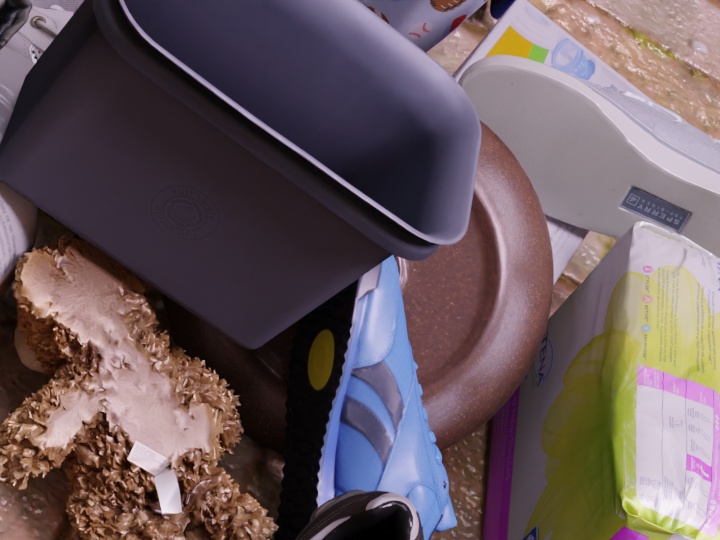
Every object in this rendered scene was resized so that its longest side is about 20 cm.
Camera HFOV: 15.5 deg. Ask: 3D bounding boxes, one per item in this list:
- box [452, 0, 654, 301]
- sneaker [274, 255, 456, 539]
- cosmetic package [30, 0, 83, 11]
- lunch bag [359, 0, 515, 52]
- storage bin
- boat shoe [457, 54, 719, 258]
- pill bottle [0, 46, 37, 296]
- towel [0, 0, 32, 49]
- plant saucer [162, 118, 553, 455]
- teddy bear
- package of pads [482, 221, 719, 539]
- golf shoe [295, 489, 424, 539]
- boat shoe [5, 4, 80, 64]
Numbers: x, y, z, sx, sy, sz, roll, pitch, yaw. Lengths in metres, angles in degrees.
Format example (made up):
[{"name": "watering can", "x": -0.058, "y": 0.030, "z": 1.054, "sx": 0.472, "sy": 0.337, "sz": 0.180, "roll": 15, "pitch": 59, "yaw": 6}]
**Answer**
[{"name": "box", "x": 0.069, "y": -0.042, "z": 1.452, "sx": 0.112, "sy": 0.101, "sz": 0.200, "roll": 38, "pitch": 43, "yaw": -1}, {"name": "sneaker", "x": 0.008, "y": 0.083, "z": 1.281, "sx": 0.078, "sy": 0.066, "sz": 0.200, "roll": 6, "pitch": 87, "yaw": -23}, {"name": "cosmetic package", "x": -0.115, "y": -0.169, "z": 1.372, "sx": 0.200, "sy": 0.083, "sz": 0.051, "roll": 3, "pitch": 42, "yaw": 18}, {"name": "lunch bag", "x": 0.069, "y": -0.224, "z": 1.556, "sx": 0.124, "sy": 0.170, "sz": 0.200, "roll": 46, "pitch": 42, "yaw": 3}, {"name": "storage bin", "x": -0.064, "y": -0.068, "z": 1.223, "sx": 0.200, "sy": 0.134, "sz": 0.146, "roll": 36, "pitch": 37, "yaw": -20}, {"name": "boat shoe", "x": 0.137, "y": -0.059, "z": 1.399, "sx": 0.201, "sy": 0.070, "sz": 0.072, "roll": 28, "pitch": 27, "yaw": -13}, {"name": "pill bottle", "x": -0.215, "y": -0.019, "z": 1.230, "sx": 0.114, "sy": 0.114, "sz": 0.200, "roll": 36, "pitch": 42, "yaw": -4}, {"name": "towel", "x": -0.264, "y": -0.066, "z": 1.192, "sx": 0.035, "sy": 0.200, "sz": 0.193, "roll": 63, "pitch": 36, "yaw": -25}, {"name": "plant saucer", "x": 0.000, "y": 0.000, "z": 1.327, "sx": 0.200, "sy": 0.037, "sz": 0.201, "roll": 0, "pitch": 87, "yaw": -4}, {"name": "teddy bear", "x": -0.112, "y": 0.081, "z": 1.249, "sx": 0.200, "sy": 0.067, "sz": 0.145, "roll": 53, "pitch": 52, "yaw": -8}, {"name": "package of pads", "x": 0.124, "y": 0.091, "z": 1.340, "sx": 0.068, "sy": 0.155, "sz": 0.200, "roll": 23, "pitch": 45, "yaw": -17}, {"name": "golf shoe", "x": -0.035, "y": 0.179, "z": 1.167, "sx": 0.078, "sy": 0.094, "sz": 0.200, "roll": 28, "pitch": 72, "yaw": -2}, {"name": "boat shoe", "x": -0.147, "y": -0.101, "z": 1.349, "sx": 0.200, "sy": 0.071, "sz": 0.069, "roll": 41, "pitch": 79, "yaw": 20}]
